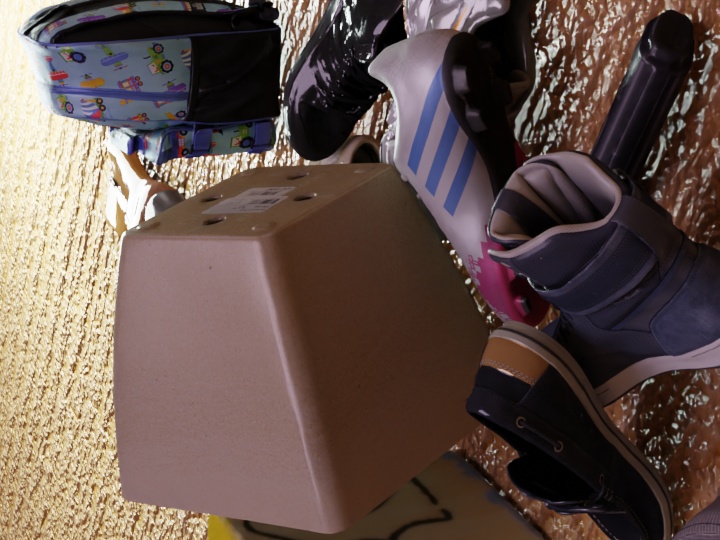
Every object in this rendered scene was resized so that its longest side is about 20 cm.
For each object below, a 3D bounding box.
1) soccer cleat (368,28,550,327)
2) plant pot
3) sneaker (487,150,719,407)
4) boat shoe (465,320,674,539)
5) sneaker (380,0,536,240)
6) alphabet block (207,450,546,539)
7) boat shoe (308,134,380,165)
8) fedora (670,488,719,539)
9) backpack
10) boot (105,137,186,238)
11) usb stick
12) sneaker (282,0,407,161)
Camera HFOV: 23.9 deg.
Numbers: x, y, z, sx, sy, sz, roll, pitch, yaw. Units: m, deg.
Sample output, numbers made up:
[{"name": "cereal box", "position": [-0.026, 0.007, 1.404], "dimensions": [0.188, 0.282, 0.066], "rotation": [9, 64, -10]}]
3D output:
[{"name": "soccer cleat", "position": [0.065, -0.057, 1.055], "dimensions": [0.086, 0.070, 0.202], "rotation": [1, 120, 39]}, {"name": "plant pot", "position": [-0.046, 0.035, 1.114], "dimensions": [0.198, 0.199, 0.179], "rotation": [2, 112, 40]}, {"name": "sneaker", "position": [0.114, 0.007, 0.940], "dimensions": [0.202, 0.145, 0.077], "rotation": [-29, 35, 57]}, {"name": "boat shoe", "position": [0.117, 0.109, 0.967], "dimensions": [0.074, 0.062, 0.200], "rotation": [17, 154, 45]}, {"name": "sneaker", "position": [0.069, -0.105, 1.091], "dimensions": [0.092, 0.075, 0.202], "rotation": [34, 131, 47]}, {"name": "alphabet block", "position": [0.018, 0.266, 1.163], "dimensions": [0.195, 0.198, 0.198], "rotation": [41, 134, 53]}, {"name": "boat shoe", "position": [0.000, 0.000, 1.263], "dimensions": [0.065, 0.071, 0.202], "rotation": [177, 90, -65]}, {"name": "fedora", "position": [0.212, 0.166, 0.862], "dimensions": [0.200, 0.089, 0.179], "rotation": [-1, 97, 64]}, {"name": "backpack", "position": [-0.183, -0.166, 1.429], "dimensions": [0.182, 0.198, 0.136], "rotation": [29, 123, 57]}, {"name": "boot", "position": [-0.230, -0.018, 1.721], "dimensions": [0.200, 0.068, 0.190], "rotation": [40, 133, 54]}, {"name": "usb stick", "position": [0.145, -0.059, 0.978], "dimensions": [0.056, 0.032, 0.201], "rotation": [-62, -7, -47]}, {"name": "sneaker", "position": [0.009, -0.151, 1.179], "dimensions": [0.201, 0.060, 0.104], "rotation": [-66, 32, 20]}]
